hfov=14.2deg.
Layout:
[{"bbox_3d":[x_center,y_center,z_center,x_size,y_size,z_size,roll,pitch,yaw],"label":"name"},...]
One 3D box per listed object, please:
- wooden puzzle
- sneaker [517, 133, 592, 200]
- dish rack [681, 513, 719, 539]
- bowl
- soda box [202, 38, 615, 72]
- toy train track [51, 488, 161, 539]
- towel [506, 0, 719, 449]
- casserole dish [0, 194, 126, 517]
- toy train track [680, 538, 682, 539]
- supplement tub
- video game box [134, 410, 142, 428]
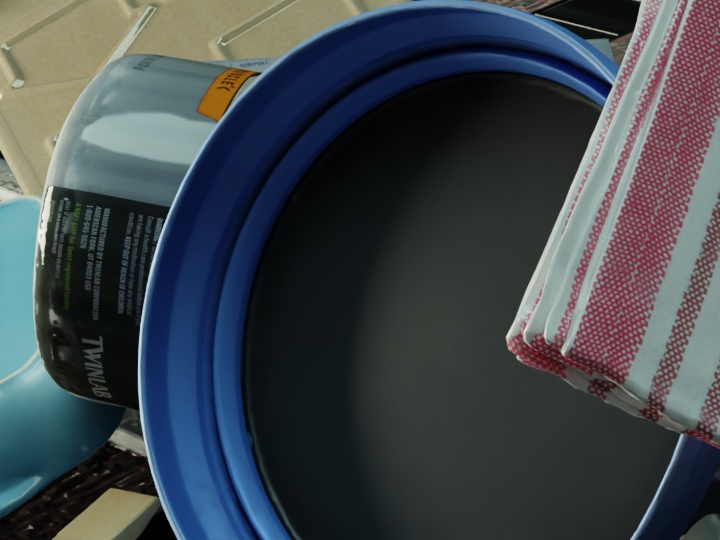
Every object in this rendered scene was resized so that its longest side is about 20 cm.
[{"bbox_3d":[-0.071,-0.088,1.267,0.185,0.046,0.200,-31,51,-2],"label":"wooden puzzle"},{"bbox_3d":[0.141,-0.042,0.879,0.200,0.077,0.081,-16,33,15],"label":"sneaker"},{"bbox_3d":[0.154,0.110,0.803,0.153,0.055,0.200,31,8,9],"label":"dish rack"},{"bbox_3d":[0.023,0.021,0.852,0.200,0.201,0.039,15,2,36],"label":"bowl"},{"bbox_3d":[0.004,-0.047,1.135,0.200,0.064,0.068,-3,22,0],"label":"soda box"},{"bbox_3d":[-0.138,0.112,0.963,0.200,0.033,0.115,8,35,38],"label":"toy train track"},{"bbox_3d":[0.148,0.002,0.787,0.200,0.147,0.030,28,-21,-14],"label":"towel"},{"bbox_3d":[-0.148,0.030,1.083,0.121,0.039,0.200,-23,27,6],"label":"casserole dish"},{"bbox_3d":[0.028,0.109,0.914,0.200,0.033,0.115,-10,25,-15],"label":"toy train track"},{"bbox_3d":[0.000,0.000,0.975,0.200,0.123,0.123,10,27,11],"label":"supplement tub"},{"bbox_3d":[-0.002,0.022,1.115,0.182,0.047,0.200,-8,24,-13],"label":"video game box"}]
